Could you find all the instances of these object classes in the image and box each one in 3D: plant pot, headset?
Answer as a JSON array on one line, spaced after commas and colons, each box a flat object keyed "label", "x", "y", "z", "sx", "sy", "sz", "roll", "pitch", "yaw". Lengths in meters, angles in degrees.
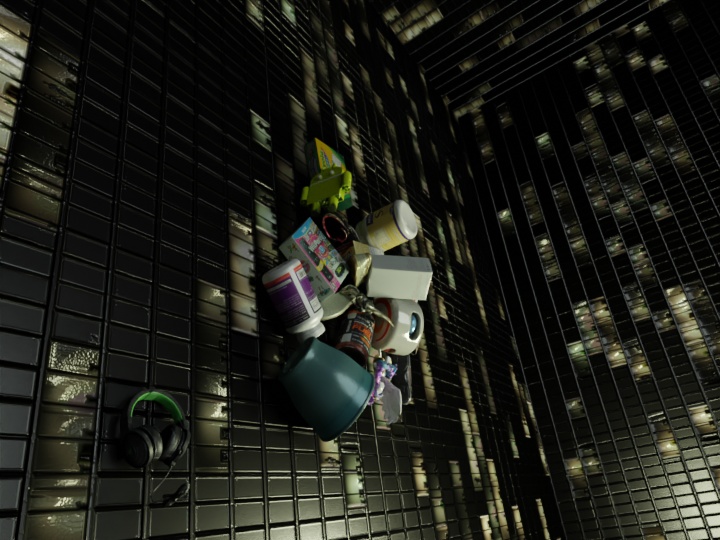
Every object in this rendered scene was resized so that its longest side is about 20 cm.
[{"label": "plant pot", "x": -0.096, "y": 0.275, "z": 1.284, "sx": 0.188, "sy": 0.199, "sz": 0.201, "roll": 43, "pitch": 33, "yaw": -11}, {"label": "headset", "x": -0.341, "y": 0.297, "z": 0.900, "sx": 0.122, "sy": 0.093, "sz": 0.204, "roll": 23, "pitch": 40, "yaw": -53}]

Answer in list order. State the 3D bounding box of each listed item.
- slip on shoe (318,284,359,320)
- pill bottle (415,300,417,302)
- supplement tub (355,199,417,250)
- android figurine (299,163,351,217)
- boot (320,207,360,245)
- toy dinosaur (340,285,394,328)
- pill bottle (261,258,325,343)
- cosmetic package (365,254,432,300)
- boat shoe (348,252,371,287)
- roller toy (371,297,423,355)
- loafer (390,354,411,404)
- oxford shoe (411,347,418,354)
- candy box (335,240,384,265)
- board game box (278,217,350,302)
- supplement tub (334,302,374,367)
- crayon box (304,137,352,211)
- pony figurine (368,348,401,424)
[{"label": "slip on shoe", "x": -0.075, "y": 0.105, "z": 1.564, "sx": 0.074, "sy": 0.062, "sz": 0.199, "roll": 43, "pitch": 36, "yaw": 13}, {"label": "pill bottle", "x": 0.119, "y": 0.054, "z": 1.903, "sx": 0.202, "sy": 0.109, "sz": 0.112, "roll": 55, "pitch": 30, "yaw": -24}, {"label": "supplement tub", "x": 0.093, "y": -0.154, "z": 1.906, "sx": 0.145, "sy": 0.196, "sz": 0.149, "roll": 41, "pitch": 37, "yaw": -41}, {"label": "android figurine", "x": -0.106, "y": -0.257, "z": 1.636, "sx": 0.041, "sy": 0.177, "sz": 0.204, "roll": 51, "pitch": 33, "yaw": -43}, {"label": "boot", "x": -0.065, "y": -0.123, "z": 1.676, "sx": 0.202, "sy": 0.072, "sz": 0.151, "roll": 54, "pitch": 6, "yaw": -20}, {"label": "toy dinosaur", "x": 0.022, "y": 0.117, "z": 1.543, "sx": 0.199, "sy": 0.048, "sz": 0.088, "roll": 40, "pitch": 29, "yaw": -4}, {"label": "pill bottle", "x": -0.168, "y": 0.081, "z": 1.354, "sx": 0.205, "sy": 0.110, "sz": 0.112, "roll": 65, "pitch": 28, "yaw": -7}, {"label": "cosmetic package", "x": 0.117, "y": 0.021, "z": 1.633, "sx": 0.082, "sy": 0.193, "sz": 0.115, "roll": -95, "pitch": -167, "yaw": -55}, {"label": "boat shoe", "x": 0.000, "y": 0.000, "z": 1.617, "sx": 0.200, "sy": 0.061, "sz": 0.075, "roll": 105, "pitch": -36, "yaw": -74}, {"label": "roller toy", "x": 0.113, "y": 0.178, "z": 1.700, "sx": 0.137, "sy": 0.202, "sz": 0.185, "roll": 16, "pitch": 32, "yaw": -29}, {"label": "loafer", "x": 0.143, "y": 0.357, "z": 1.794, "sx": 0.063, "sy": 0.070, "sz": 0.206, "roll": 55, "pitch": 30, "yaw": -65}, {"label": "oxford shoe", "x": 0.161, "y": 0.238, "z": 1.897, "sx": 0.200, "sy": 0.070, "sz": 0.075, "roll": 42, "pitch": 41, "yaw": -41}, {"label": "candy box", "x": -0.011, "y": -0.037, "z": 1.722, "sx": 0.198, "sy": 0.113, "sz": 0.057, "roll": 13, "pitch": 59, "yaw": -58}, {"label": "board game box", "x": -0.131, "y": -0.034, "z": 1.525, "sx": 0.201, "sy": 0.064, "sz": 0.148, "roll": 51, "pitch": 30, "yaw": -11}, {"label": "supplement tub", "x": -0.015, "y": 0.189, "z": 1.565, "sx": 0.108, "sy": 0.105, "sz": 0.203, "roll": 51, "pitch": 31, "yaw": -28}, {"label": "crayon box", "x": -0.109, "y": -0.329, "z": 1.812, "sx": 0.171, "sy": 0.057, "sz": 0.206, "roll": 21, "pitch": 53, "yaw": -56}, {"label": "pony figurine", "x": 0.048, "y": 0.331, "z": 1.526, "sx": 0.200, "sy": 0.161, "sz": 0.199, "roll": 64, "pitch": 35, "yaw": -77}]
